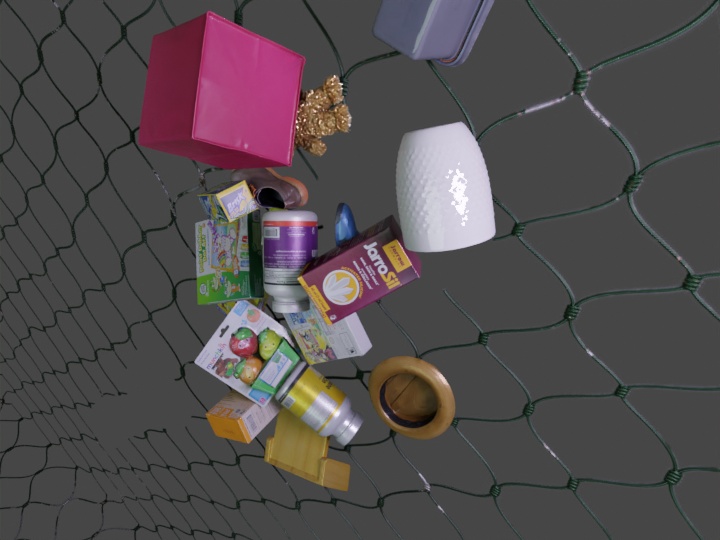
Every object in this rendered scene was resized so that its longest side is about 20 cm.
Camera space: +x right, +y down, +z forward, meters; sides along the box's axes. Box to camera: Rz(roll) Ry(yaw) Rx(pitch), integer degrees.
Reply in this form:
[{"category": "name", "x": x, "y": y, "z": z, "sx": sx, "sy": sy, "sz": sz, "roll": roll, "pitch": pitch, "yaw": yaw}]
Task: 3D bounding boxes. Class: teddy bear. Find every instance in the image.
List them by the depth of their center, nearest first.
[{"category": "teddy bear", "x": -0.100, "y": -0.277, "z": 0.966, "sx": 0.199, "sy": 0.067, "sz": 0.146, "roll": 6, "pitch": 114, "yaw": 34}]

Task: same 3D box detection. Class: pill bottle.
[{"category": "pill bottle", "x": -0.141, "y": -0.020, "z": 1.070, "sx": 0.112, "sy": 0.112, "sz": 0.202, "roll": 3, "pitch": 96, "yaw": 35}, {"category": "pill bottle", "x": -0.093, "y": 0.316, "z": 1.241, "sx": 0.200, "sy": 0.112, "sz": 0.112, "roll": 39, "pitch": 131, "yaw": 1}]

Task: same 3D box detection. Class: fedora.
[{"category": "fedora", "x": 0.112, "y": 0.248, "z": 1.080, "sx": 0.199, "sy": 0.082, "sz": 0.202, "roll": 13, "pitch": 116, "yaw": 27}]

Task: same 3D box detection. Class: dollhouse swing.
[{"category": "dollhouse swing", "x": -0.126, "y": 0.457, "z": 1.401, "sx": 0.199, "sy": 0.177, "sz": 0.182, "roll": 6, "pitch": 159, "yaw": 34}]

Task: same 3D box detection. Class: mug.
[{"category": "mug", "x": 0.116, "y": -0.138, "z": 0.844, "sx": 0.200, "sy": 0.147, "sz": 0.177, "roll": 21, "pitch": 125, "yaw": 64}]

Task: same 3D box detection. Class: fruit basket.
[{"category": "fruit basket", "x": -0.251, "y": 0.194, "z": 1.235, "sx": 0.200, "sy": 0.186, "sz": 0.094, "roll": 39, "pitch": 170, "yaw": -18}]

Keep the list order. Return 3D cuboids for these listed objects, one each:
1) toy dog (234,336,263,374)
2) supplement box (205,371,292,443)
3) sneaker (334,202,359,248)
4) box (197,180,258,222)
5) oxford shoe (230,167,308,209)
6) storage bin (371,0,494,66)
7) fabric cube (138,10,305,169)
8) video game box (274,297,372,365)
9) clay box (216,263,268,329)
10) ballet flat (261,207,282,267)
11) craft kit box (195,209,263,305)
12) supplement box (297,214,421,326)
[{"category": "toy dog", "x": -0.309, "y": 0.226, "z": 1.347, "sx": 0.199, "sy": 0.097, "sz": 0.132, "roll": -24, "pitch": 122, "yaw": 42}, {"category": "supplement box", "x": -0.269, "y": 0.331, "z": 1.328, "sx": 0.125, "sy": 0.200, "sz": 0.074, "roll": -3, "pitch": 115, "yaw": 36}, {"category": "sneaker", "x": -0.006, "y": -0.036, "z": 1.037, "sx": 0.078, "sy": 0.066, "sz": 0.202, "roll": -2, "pitch": 109, "yaw": 11}, {"category": "box", "x": -0.284, "y": -0.146, "z": 1.116, "sx": 0.200, "sy": 0.070, "sz": 0.065, "roll": 15, "pitch": 133, "yaw": 62}, {"category": "oxford shoe", "x": -0.207, "y": -0.174, "z": 1.096, "sx": 0.199, "sy": 0.073, "sz": 0.072, "roll": 19, "pitch": 124, "yaw": 28}, {"category": "storage bin", "x": 0.095, "y": -0.389, "z": 0.716, "sx": 0.145, "sy": 0.134, "sz": 0.201, "roll": 37, "pitch": 129, "yaw": 15}, {"category": "fabric cube", "x": -0.240, "y": -0.294, "z": 0.917, "sx": 0.198, "sy": 0.199, "sz": 0.198, "roll": 8, "pitch": 90, "yaw": 44}, {"category": "video game box", "x": -0.089, "y": 0.106, "z": 1.178, "sx": 0.181, "sy": 0.047, "sz": 0.201, "roll": -18, "pitch": 102, "yaw": 39}, {"category": "clay box", "x": -0.283, "y": 0.051, "z": 1.292, "sx": 0.115, "sy": 0.048, "sz": 0.201, "roll": 38, "pitch": 131, "yaw": 15}, {"category": "ballet flat", "x": -0.187, "y": -0.049, "z": 1.153, "sx": 0.066, "sy": 0.067, "sz": 0.201, "roll": 23, "pitch": 125, "yaw": 26}, {"category": "craft kit box", "x": -0.305, "y": -0.028, "z": 1.215, "sx": 0.196, "sy": 0.048, "sz": 0.202, "roll": -10, "pitch": 82, "yaw": 41}, {"category": "supplement box", "x": 0.000, "y": 0.000, "z": 0.969, "sx": 0.199, "sy": 0.086, "sz": 0.111, "roll": -29, "pitch": 103, "yaw": 16}]
